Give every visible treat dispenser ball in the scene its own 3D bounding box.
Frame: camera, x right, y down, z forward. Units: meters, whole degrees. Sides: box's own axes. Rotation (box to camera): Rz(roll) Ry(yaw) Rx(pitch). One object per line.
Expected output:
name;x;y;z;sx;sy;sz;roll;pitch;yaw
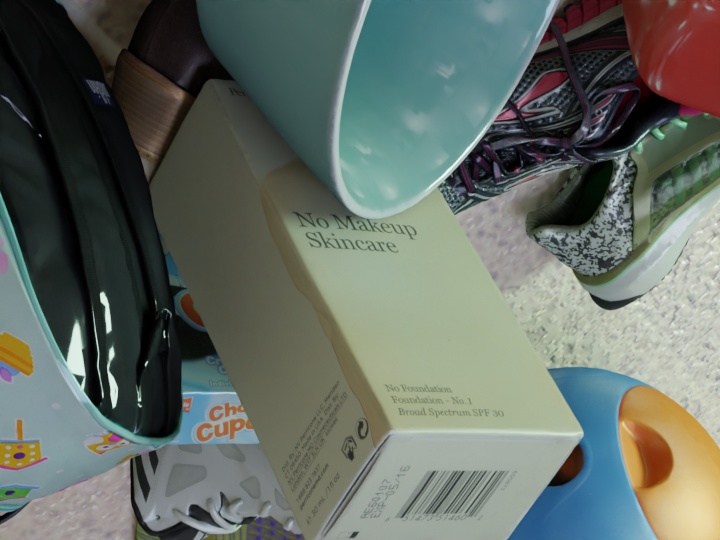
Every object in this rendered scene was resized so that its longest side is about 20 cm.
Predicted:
treat dispenser ball;0.124;0.158;1.209;0.199;0.201;0.202;-20;136;-20

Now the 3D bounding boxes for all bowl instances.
bowl;0.005;-0.133;0.840;0.201;0.104;0.202;-51;158;-29

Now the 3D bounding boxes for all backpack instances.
backpack;-0.153;-0.004;0.800;0.152;0.201;0.176;-29;173;6

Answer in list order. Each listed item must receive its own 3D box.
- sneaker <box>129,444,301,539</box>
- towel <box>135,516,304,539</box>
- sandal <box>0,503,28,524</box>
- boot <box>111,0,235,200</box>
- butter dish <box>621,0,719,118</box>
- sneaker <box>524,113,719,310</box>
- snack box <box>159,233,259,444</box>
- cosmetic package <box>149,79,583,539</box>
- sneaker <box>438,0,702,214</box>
sneaker;-0.041;0.113;1.052;0.075;0.200;0.116;3;124;-57
towel;-0.065;0.183;1.158;0.023;0.142;0.201;-57;165;-49
sandal;-0.192;0.107;1.054;0.200;0.043;0.076;-39;139;0
boot;-0.029;-0.099;0.971;0.199;0.072;0.167;12;107;-58
butter dish;0.170;-0.162;0.985;0.146;0.202;0.200;6;166;0
sneaker;0.162;-0.071;1.136;0.088;0.077;0.201;22;110;-36
snack box;-0.031;0.032;1.017;0.198;0.117;0.037;1;129;-21
cosmetic package;-0.003;0.016;0.866;0.103;0.201;0.073;4;134;-37
sneaker;0.089;-0.078;1.069;0.199;0.075;0.081;-31;139;-7
